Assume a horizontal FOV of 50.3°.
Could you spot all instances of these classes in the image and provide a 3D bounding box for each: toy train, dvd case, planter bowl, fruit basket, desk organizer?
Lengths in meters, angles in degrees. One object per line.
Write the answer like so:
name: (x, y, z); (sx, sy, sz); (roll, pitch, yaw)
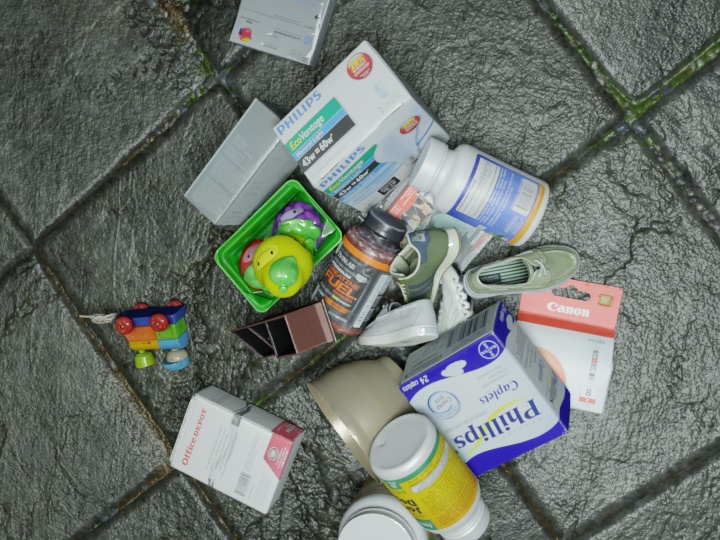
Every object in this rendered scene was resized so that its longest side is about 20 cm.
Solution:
toy train: (-0.410, 0.126, 1.403); (0.199, 0.085, 0.116); (-5, 106, 14)
dvd case: (0.115, -0.084, 1.281); (0.200, 0.022, 0.146); (41, 103, 9)
planter bowl: (0.024, 0.226, 1.256); (0.134, 0.200, 0.201); (-35, 85, -14)
fruit basket: (-0.135, -0.030, 1.255); (0.215, 0.216, 0.156); (-42, 84, 13)
desk organizer: (-0.133, 0.107, 1.274); (0.200, 0.077, 0.072); (-19, 90, 53)

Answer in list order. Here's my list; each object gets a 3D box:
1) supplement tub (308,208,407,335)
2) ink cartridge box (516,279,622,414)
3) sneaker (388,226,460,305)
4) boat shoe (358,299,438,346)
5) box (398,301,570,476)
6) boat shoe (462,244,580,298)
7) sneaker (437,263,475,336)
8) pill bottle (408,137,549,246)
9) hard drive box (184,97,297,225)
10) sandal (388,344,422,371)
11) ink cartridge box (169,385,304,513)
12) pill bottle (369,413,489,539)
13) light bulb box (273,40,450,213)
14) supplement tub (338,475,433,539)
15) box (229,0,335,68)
supplement tub: (0.000, 0.000, 1.261); (0.107, 0.107, 0.201); (32, 108, 10)
ink cartridge box: (0.326, 0.116, 1.230); (0.161, 0.050, 0.201); (10, 100, 13)
sneaker: (0.083, 0.003, 1.219); (0.089, 0.067, 0.201); (0, 140, -20)
boat shoe: (0.057, 0.086, 1.241); (0.072, 0.200, 0.069); (5, 77, -22)
box: (0.193, 0.186, 1.183); (0.184, 0.105, 0.200); (-34, 102, 26)
boat shoe: (0.259, 0.005, 1.196); (0.199, 0.062, 0.072); (-15, 87, -12)
sneaker: (0.151, 0.084, 1.249); (0.081, 0.075, 0.201); (-12, 97, 14)
pill bottle: (0.181, -0.127, 1.189); (0.199, 0.112, 0.113); (24, 100, -6)
hard drive box: (-0.177, -0.175, 1.277); (0.077, 0.156, 0.200); (42, 102, 9)
sandal: (0.127, 0.200, 1.286); (0.200, 0.048, 0.075); (45, 103, 6)
ink cartridge box: (-0.220, 0.315, 1.363); (0.199, 0.085, 0.146); (23, 99, 9)
pill bottle: (0.109, 0.318, 1.145); (0.112, 0.113, 0.200); (-31, 116, 14)
light bulb box: (0.007, -0.214, 1.194); (0.198, 0.200, 0.125); (-41, 70, 14)
supplement tub: (0.046, 0.417, 1.245); (0.144, 0.200, 0.146); (1, 95, 14)
box: (-0.121, -0.464, 1.298); (0.155, 0.041, 0.201); (19, 98, 12)
